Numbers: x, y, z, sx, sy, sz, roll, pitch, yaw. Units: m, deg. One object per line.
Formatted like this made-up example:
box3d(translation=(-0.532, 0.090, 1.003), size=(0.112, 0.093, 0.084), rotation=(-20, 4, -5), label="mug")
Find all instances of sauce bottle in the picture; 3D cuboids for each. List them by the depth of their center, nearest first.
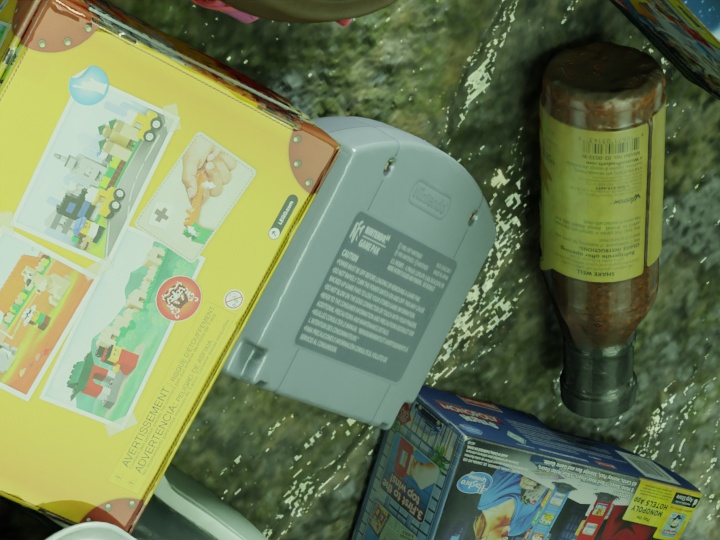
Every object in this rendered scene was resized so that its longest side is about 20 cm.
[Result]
box3d(translation=(0.121, -0.016, 1.349), size=(0.066, 0.066, 0.201), rotation=(-20, 127, -28), label="sauce bottle")

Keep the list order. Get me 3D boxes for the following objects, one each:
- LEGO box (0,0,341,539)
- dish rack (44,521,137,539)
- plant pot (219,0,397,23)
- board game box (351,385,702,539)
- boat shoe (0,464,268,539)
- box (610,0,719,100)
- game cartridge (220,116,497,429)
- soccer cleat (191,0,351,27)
box3d(translation=(-0.124, -0.007, 1.114), size=(0.148, 0.077, 0.201), rotation=(27, 96, -25), label="LEGO box")
box3d(translation=(-0.114, 0.212, 1.149), size=(0.172, 0.044, 0.200), rotation=(-47, 136, 0), label="dish rack")
box3d(translation=(0.000, -0.200, 1.068), size=(0.200, 0.092, 0.202), rotation=(-5, 97, -43), label="plant pot")
box3d(translation=(0.061, 0.176, 1.421), size=(0.199, 0.062, 0.201), rotation=(17, 106, -44), label="board game box")
box3d(translation=(-0.098, 0.123, 1.257), size=(0.060, 0.076, 0.200), rotation=(-49, 123, -1), label="boat shoe")
box3d(translation=(0.163, -0.124, 1.263), size=(0.038, 0.137, 0.200), rotation=(-51, 136, 2), label="box")
box3d(translation=(0.000, 0.000, 1.232), size=(0.134, 0.040, 0.200), rotation=(-60, 157, 1), label="game cartridge")
box3d(translation=(-0.068, -0.138, 1.125), size=(0.199, 0.067, 0.077), rotation=(-6, 124, -39), label="soccer cleat")
